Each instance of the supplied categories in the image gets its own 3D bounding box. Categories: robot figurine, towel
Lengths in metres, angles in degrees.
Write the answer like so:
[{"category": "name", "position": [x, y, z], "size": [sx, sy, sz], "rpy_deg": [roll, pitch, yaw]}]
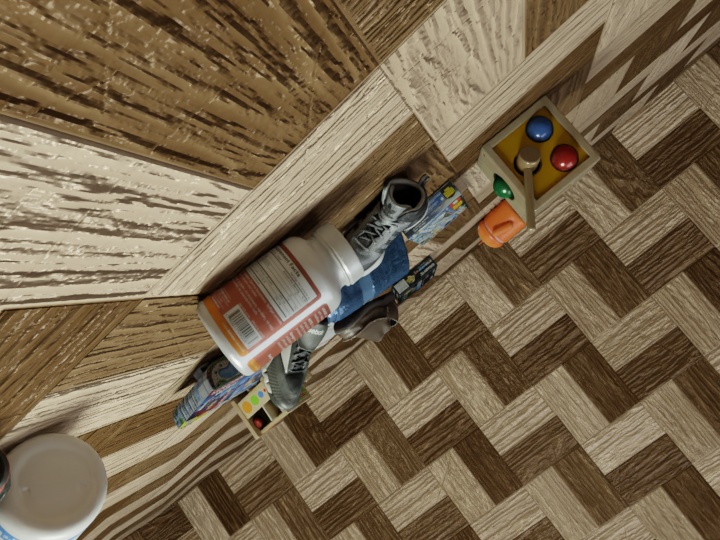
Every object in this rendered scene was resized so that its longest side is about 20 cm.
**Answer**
[{"category": "robot figurine", "position": [0.482, -0.159, 1.962], "size": [0.116, 0.145, 0.200], "rpy_deg": [28, 120, -36]}, {"category": "towel", "position": [0.000, 0.000, 0.954], "size": [0.199, 0.113, 0.048], "rpy_deg": [-32, -156, -33]}]

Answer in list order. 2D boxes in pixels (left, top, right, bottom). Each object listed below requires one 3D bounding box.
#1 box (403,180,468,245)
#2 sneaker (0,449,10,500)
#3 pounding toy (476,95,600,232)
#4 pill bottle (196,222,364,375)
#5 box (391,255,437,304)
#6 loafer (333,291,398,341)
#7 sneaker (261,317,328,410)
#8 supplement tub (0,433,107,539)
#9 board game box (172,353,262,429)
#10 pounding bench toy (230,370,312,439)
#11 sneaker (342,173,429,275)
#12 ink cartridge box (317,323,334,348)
[{"category": "box", "position": [0.158, -0.116, 1.211], "size": [0.137, 0.040, 0.200], "rpy_deg": [-40, 170, 11]}, {"category": "sneaker", "position": [-0.451, 0.261, 0.585], "size": [0.200, 0.071, 0.098], "rpy_deg": [-35, 167, -27]}, {"category": "pounding toy", "position": [0.323, -0.187, 1.074], "size": [0.199, 0.185, 0.142], "rpy_deg": [-38, 170, -1]}, {"category": "pill bottle", "position": [-0.097, 0.031, 0.733], "size": [0.199, 0.113, 0.112], "rpy_deg": [-37, 170, -11]}, {"category": "box", "position": [0.176, 0.035, 1.904], "size": [0.158, 0.046, 0.200], "rpy_deg": [-38, 169, -5]}, {"category": "loafer", "position": [0.024, 0.091, 1.023], "size": [0.072, 0.072, 0.199], "rpy_deg": [-27, 177, 30]}, {"category": "sneaker", "position": [-0.089, 0.096, 0.811], "size": [0.066, 0.203, 0.090], "rpy_deg": [13, 168, -43]}, {"category": "supplement tub", "position": [-0.422, 0.312, 0.742], "size": [0.200, 0.132, 0.131], "rpy_deg": [-46, 167, 32]}, {"category": "board game box", "position": [-0.227, 0.174, 1.037], "size": [0.200, 0.062, 0.199], "rpy_deg": [-48, 167, 35]}, {"category": "pounding bench toy", "position": [-0.231, 0.348, 1.593], "size": [0.156, 0.125, 0.199], "rpy_deg": [-43, 169, 25]}, {"category": "sneaker", "position": [0.029, -0.071, 0.862], "size": [0.200, 0.076, 0.114], "rpy_deg": [-43, 170, -13]}, {"category": "ink cartridge box", "position": [-0.062, 0.067, 1.091], "size": [0.200, 0.086, 0.146], "rpy_deg": [-43, 169, 26]}]
